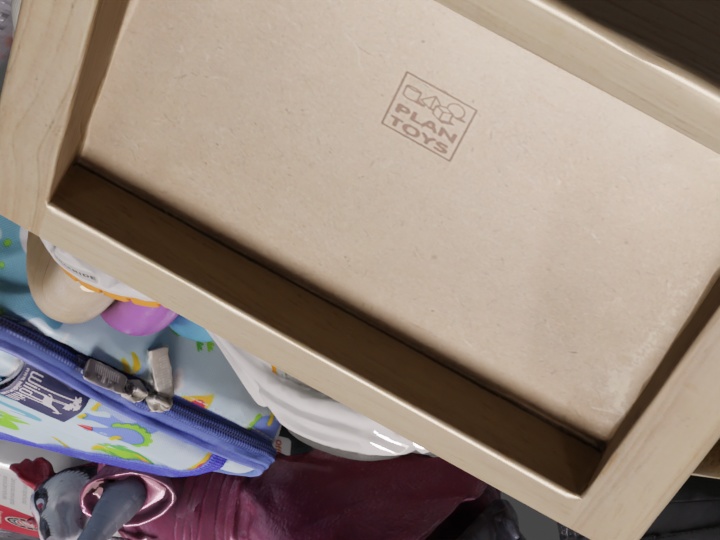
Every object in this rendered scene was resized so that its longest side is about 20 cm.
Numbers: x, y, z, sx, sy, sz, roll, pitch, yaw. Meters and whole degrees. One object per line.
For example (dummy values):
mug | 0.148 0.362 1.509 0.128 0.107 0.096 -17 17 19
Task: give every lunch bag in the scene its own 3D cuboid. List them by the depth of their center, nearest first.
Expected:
lunch bag | -0.123 0.013 1.026 0.199 0.083 0.160 8 165 45

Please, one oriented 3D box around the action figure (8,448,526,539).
action figure | -0.042 0.086 1.089 0.199 0.150 0.134 12 157 21

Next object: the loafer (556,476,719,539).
loafer | 0.165 0.096 1.100 0.199 0.071 0.068 6 175 -17

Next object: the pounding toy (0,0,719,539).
pounding toy | 0.016 -0.062 0.596 0.183 0.143 0.200 29 149 2

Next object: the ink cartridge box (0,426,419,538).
ink cartridge box | -0.062 0.077 1.222 0.199 0.083 0.146 14 164 -4

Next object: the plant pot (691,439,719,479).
plant pot | 0.136 0.036 0.693 0.198 0.028 0.200 5 180 0

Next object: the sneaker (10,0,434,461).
sneaker | -0.023 -0.025 0.703 0.199 0.076 0.092 23 141 41

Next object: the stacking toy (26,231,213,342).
stacking toy | 0.000 0.000 0.913 0.199 0.086 0.085 18 163 -20
